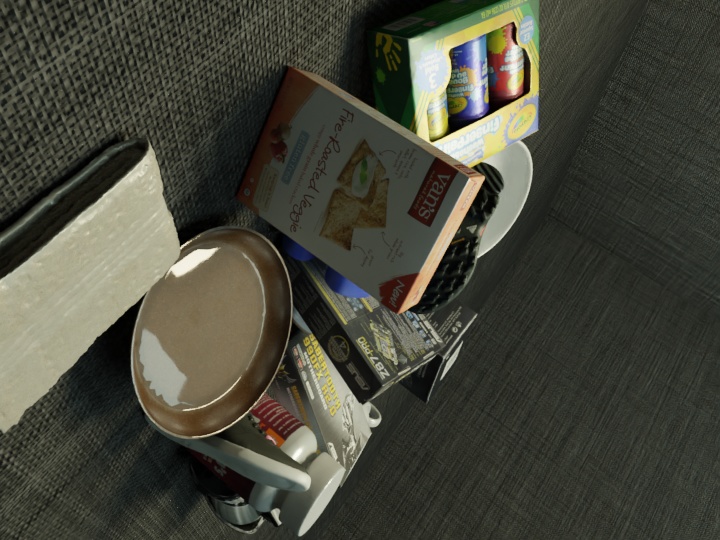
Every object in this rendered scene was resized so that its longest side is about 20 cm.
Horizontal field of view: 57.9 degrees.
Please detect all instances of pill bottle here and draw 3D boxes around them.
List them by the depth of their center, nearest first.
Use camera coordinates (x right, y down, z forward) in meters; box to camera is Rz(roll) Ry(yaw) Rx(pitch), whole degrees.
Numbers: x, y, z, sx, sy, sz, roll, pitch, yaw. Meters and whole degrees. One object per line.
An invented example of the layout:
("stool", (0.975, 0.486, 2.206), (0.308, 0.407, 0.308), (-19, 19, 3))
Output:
("pill bottle", (-0.121, 0.212, 0.777), (0.110, 0.198, 0.110), (-49, 162, -22))

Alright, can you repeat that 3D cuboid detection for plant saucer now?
("plant saucer", (-0.142, 0.056, 0.623), (0.199, 0.032, 0.205), (-26, 123, -49))

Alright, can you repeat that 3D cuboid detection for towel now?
("towel", (-0.208, 0.012, 0.454), (0.201, 0.034, 0.134), (-50, 164, -28))

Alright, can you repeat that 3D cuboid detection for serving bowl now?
("serving bowl", (0.151, -0.109, 0.926), (0.197, 0.066, 0.203), (-23, 136, -24))

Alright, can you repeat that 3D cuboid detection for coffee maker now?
("coffee maker", (-0.155, 0.254, 0.931), (0.202, 0.131, 0.196), (98, 6, -58))

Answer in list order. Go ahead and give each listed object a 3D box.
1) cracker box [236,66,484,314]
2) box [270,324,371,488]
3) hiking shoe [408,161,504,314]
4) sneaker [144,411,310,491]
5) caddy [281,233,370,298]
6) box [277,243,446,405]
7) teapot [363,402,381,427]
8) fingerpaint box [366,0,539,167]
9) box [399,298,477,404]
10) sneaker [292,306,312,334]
("cracker box", (-0.005, -0.075, 0.593), (0.136, 0.198, 0.057), (-62, 162, 19))
("box", (-0.056, 0.174, 0.900), (0.047, 0.205, 0.158), (-18, -175, 19))
("hiking shoe", (0.117, -0.036, 0.817), (0.203, 0.073, 0.087), (-60, 180, 3))
("sneaker", (-0.126, 0.156, 0.696), (0.100, 0.196, 0.071), (-59, 160, -30))
("caddy", (0.002, -0.059, 0.749), (0.199, 0.140, 0.106), (-30, 153, -59))
("box", (0.000, 0.043, 0.793), (0.049, 0.202, 0.160), (-44, 166, 31))
("teapot", (-0.045, 0.276, 1.216), (0.201, 0.144, 0.199), (-48, 162, -30))
("fingerpaint box", (0.113, -0.208, 0.730), (0.197, 0.073, 0.170), (-29, 128, -27))
("box", (0.090, 0.110, 1.210), (0.118, 0.198, 0.198), (-46, 161, -28))
("sneaker", (-0.022, 0.035, 0.872), (0.111, 0.072, 0.199), (-32, 157, 15))
